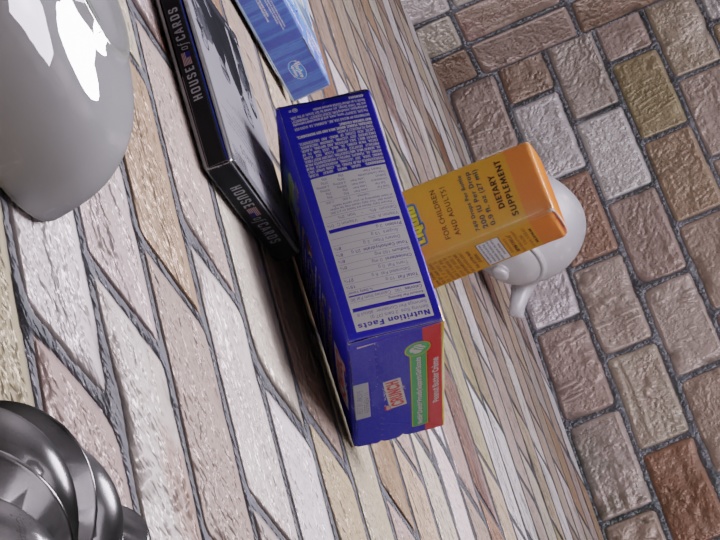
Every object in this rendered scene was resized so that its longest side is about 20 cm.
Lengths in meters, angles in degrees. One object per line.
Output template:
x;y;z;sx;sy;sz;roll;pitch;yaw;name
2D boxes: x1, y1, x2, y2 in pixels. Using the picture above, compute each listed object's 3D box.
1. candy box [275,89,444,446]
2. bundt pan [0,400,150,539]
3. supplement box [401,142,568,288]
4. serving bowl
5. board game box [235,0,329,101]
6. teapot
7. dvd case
0.000;0.000;1.618;0.169;0.077;0.200;89;-13;-61;candy box
-0.097;0.127;0.676;0.202;0.076;0.202;-22;90;-83;bundt pan
0.055;-0.027;1.754;0.069;0.200;0.067;42;27;-67;supplement box
-0.155;-0.126;1.048;0.200;0.066;0.200;-23;90;-84;serving bowl
-0.098;-0.288;2.034;0.200;0.043;0.199;60;9;-45;board game box
0.229;-0.049;3.309;0.200;0.197;0.146;38;56;-13;teapot
-0.099;-0.122;1.601;0.150;0.025;0.200;55;16;-60;dvd case
